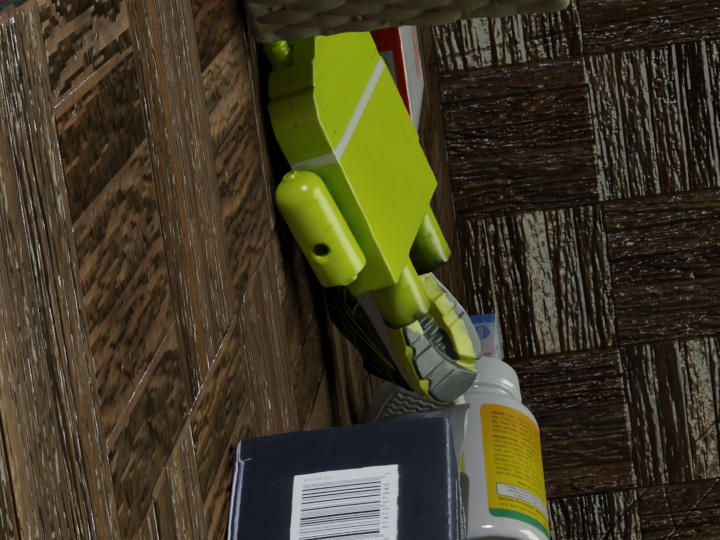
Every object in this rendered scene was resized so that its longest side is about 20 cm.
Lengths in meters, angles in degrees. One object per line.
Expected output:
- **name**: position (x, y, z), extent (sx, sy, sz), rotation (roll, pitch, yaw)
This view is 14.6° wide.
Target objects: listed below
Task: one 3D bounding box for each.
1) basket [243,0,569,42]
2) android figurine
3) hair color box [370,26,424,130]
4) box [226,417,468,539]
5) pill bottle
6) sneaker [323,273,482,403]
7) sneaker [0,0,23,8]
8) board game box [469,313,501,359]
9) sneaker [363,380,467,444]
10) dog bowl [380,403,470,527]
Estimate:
- **basket**: position (0.019, -0.246, 1.543), extent (0.198, 0.199, 0.161), rotation (76, 11, -55)
- **android figurine**: position (-0.006, -0.070, 1.675), extent (0.200, 0.041, 0.182), rotation (62, 27, -25)
- **hair color box**: position (0.011, -0.162, 2.147), extent (0.200, 0.061, 0.102), rotation (-77, 159, -74)
- **box**: position (0.005, 0.191, 1.291), extent (0.148, 0.104, 0.201), rotation (-88, 171, -62)
- **pill bottle**: position (0.105, 0.178, 2.468), extent (0.113, 0.112, 0.201), rotation (77, 7, -50)
- **sneaker**: position (0.000, 0.000, 1.800), extent (0.074, 0.084, 0.201), rotation (-37, 112, -33)
- **sneaker**: position (-0.090, -0.128, 0.715), extent (0.200, 0.083, 0.121), rotation (-78, 157, -52)
- **board game box**: position (0.166, 0.183, 3.619), extent (0.199, 0.043, 0.201), rotation (-85, 167, -71)
- **sneaker**: position (0.039, 0.095, 2.009), extent (0.201, 0.073, 0.119), rotation (93, 1, -54)
- **dog bowl**: position (0.037, 0.183, 1.808), extent (0.200, 0.058, 0.201), rotation (2, 90, -86)
